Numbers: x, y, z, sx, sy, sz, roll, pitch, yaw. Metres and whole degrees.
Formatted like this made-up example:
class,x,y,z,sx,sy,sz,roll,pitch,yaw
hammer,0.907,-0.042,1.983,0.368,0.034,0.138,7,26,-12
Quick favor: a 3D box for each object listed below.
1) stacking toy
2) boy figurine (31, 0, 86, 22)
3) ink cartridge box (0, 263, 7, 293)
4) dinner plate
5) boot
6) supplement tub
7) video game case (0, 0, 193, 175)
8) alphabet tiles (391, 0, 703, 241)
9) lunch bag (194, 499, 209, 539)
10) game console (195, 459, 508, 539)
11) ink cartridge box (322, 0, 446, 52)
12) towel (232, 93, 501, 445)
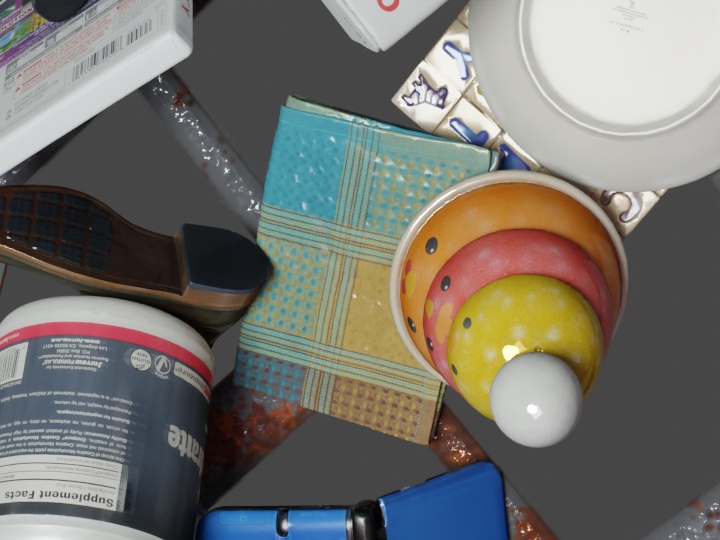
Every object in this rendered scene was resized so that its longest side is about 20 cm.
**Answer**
class,x,y,z,sx,sy,sz,roll,pitch,yaw
stacking toy,0.091,0.037,0.914,0.145,0.200,0.147,0,109,-1
boy figurine,-0.226,-0.241,1.001,0.064,0.124,0.200,-46,54,12
ink cartridge box,-0.357,0.016,1.122,0.199,0.084,0.145,21,107,11
dinner plate,0.159,-0.145,0.960,0.199,0.024,0.201,2,98,14
boot,-0.166,0.011,1.029,0.199,0.075,0.097,14,133,-18
supplement tub,-0.166,0.129,0.985,0.140,0.140,0.201,-4,62,17
video game case,-0.185,-0.142,1.002,0.199,0.183,0.023,-29,130,20
alphabet tiles,0.101,-0.075,1.006,0.167,0.008,0.200,42,109,5
lunch bag,-0.139,0.248,1.103,0.161,0.082,0.200,-42,87,18
game console,0.003,0.231,1.041,0.170,0.118,0.201,-3,99,20
ink cartridge box,0.035,-0.238,0.900,0.200,0.085,0.145,-40,107,-3
towel,0.000,0.000,1.040,0.146,0.022,0.201,17,110,15
